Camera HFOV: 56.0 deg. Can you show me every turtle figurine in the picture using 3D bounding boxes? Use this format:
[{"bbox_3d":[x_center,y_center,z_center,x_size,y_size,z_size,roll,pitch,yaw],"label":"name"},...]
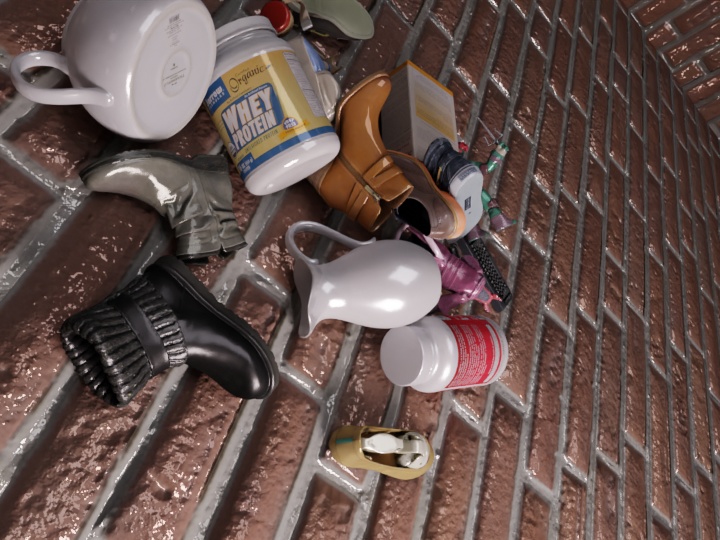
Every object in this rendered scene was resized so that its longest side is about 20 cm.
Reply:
[{"bbox_3d":[0.199,-0.160,1.217,0.100,0.149,0.202,-20,91,-28],"label":"turtle figurine"}]

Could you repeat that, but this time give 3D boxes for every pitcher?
[{"bbox_3d":[0.000,0.000,0.944,0.198,0.121,0.173,-6,64,-21],"label":"pitcher"}]

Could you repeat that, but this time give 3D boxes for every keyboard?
[{"bbox_3d":[0.216,-0.014,1.260,0.127,0.021,0.201,-35,95,-49],"label":"keyboard"}]

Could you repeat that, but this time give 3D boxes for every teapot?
[{"bbox_3d":[-0.275,-0.253,0.788,0.145,0.199,0.200,25,-1,11],"label":"teapot"}]

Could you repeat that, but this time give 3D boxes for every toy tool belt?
[{"bbox_3d":[-0.089,-0.301,1.043,0.123,0.124,0.202,-15,83,-80],"label":"toy tool belt"}]

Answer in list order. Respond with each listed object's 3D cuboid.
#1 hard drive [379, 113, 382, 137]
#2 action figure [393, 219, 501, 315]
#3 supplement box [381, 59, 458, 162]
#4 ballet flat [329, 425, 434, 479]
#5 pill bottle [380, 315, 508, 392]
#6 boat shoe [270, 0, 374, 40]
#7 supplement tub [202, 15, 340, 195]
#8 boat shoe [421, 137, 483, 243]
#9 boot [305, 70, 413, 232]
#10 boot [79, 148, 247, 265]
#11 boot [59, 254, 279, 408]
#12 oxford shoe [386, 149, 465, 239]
[{"bbox_3d":[0.022,-0.179,1.128,0.135,0.042,0.200,50,42,-15],"label":"hard drive"},{"bbox_3d":[0.141,-0.006,1.076,0.199,0.149,0.135,29,64,4],"label":"action figure"},{"bbox_3d":[0.100,-0.234,1.149,0.125,0.073,0.202,23,55,-39],"label":"supplement box"},{"bbox_3d":[0.047,0.246,0.919,0.199,0.063,0.069,15,60,-41],"label":"ballet flat"},{"bbox_3d":[0.126,0.125,1.025,0.199,0.112,0.113,4,67,-45],"label":"pill bottle"},{"bbox_3d":[-0.062,-0.439,1.163,0.200,0.060,0.073,6,77,-44],"label":"boat shoe"},{"bbox_3d":[-0.130,-0.220,0.917,0.144,0.144,0.201,-28,91,-49],"label":"supplement tub"},{"bbox_3d":[0.144,-0.126,1.074,0.070,0.201,0.091,-30,66,-12],"label":"boat shoe"},{"bbox_3d":[0.018,-0.169,0.972,0.155,0.200,0.077,42,6,22],"label":"boot"},{"bbox_3d":[-0.223,-0.071,0.809,0.199,0.067,0.132,-7,81,-46],"label":"boot"},{"bbox_3d":[-0.199,0.097,0.728,0.211,0.079,0.158,44,37,-5],"label":"boot"},{"bbox_3d":[0.069,-0.118,1.014,0.072,0.072,0.200,-14,45,-38],"label":"oxford shoe"}]
